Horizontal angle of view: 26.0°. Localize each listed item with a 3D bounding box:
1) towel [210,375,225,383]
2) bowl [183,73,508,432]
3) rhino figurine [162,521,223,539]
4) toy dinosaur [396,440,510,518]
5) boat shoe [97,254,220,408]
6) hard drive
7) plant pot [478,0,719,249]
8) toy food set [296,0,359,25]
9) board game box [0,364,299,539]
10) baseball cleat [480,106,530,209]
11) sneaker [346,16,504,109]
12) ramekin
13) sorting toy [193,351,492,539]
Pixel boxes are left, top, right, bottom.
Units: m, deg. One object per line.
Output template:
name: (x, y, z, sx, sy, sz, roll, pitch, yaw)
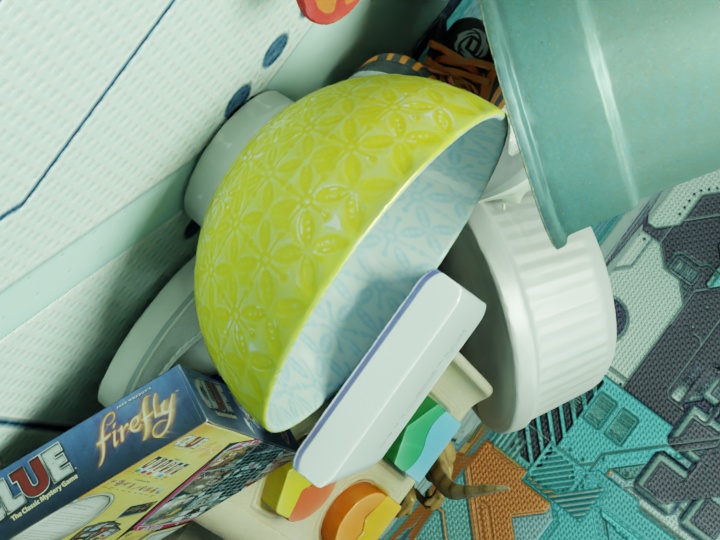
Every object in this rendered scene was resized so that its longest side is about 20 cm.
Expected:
towel: (-0.087, 0.105, 1.066, 0.200, 0.049, 0.148, -35, 157, -55)
bowl: (-0.025, -0.028, 0.795, 0.200, 0.107, 0.200, -50, 167, -16)
rhino figurine: (-0.126, 0.206, 1.170, 0.200, 0.059, 0.088, -47, 158, -39)
toy dinosaur: (0.054, 0.143, 1.179, 0.200, 0.060, 0.107, -102, -154, -60)
boat shoe: (-0.063, 0.023, 0.883, 0.200, 0.068, 0.072, -42, 164, -40)
hard drive: (0.023, 0.064, 0.929, 0.132, 0.025, 0.200, -54, 171, 2)
plant pot: (0.174, -0.135, 0.846, 0.194, 0.202, 0.200, -16, 172, 10)
toy food set: (0.030, -0.200, 0.669, 0.198, 0.049, 0.200, -51, 168, -11)
board game box: (-0.119, 0.113, 0.863, 0.135, 0.035, 0.200, -31, 164, 4)
baseball cleat: (0.058, -0.081, 1.069, 0.199, 0.069, 0.107, -24, 125, -41)
sneaker: (0.042, -0.112, 0.932, 0.113, 0.077, 0.200, -62, 170, -10)
ramekin: (0.120, 0.016, 1.194, 0.093, 0.204, 0.203, -16, 156, -13)
sorting toy: (-0.003, 0.126, 1.068, 0.200, 0.036, 0.185, -49, 142, -3)
